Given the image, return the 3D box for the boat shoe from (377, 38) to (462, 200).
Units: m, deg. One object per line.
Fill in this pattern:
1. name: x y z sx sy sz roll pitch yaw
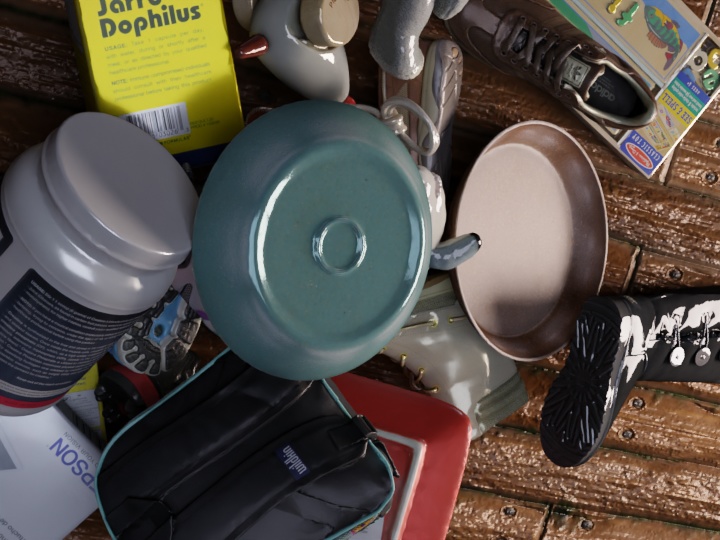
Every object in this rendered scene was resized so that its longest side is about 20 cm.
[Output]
1. boat shoe: 0.036 -0.096 1.301 0.071 0.076 0.202 12 106 14

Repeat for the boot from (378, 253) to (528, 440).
1. boot: 0.043 0.082 1.343 0.199 0.072 0.156 -20 106 -15

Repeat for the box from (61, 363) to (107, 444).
1. box: -0.272 0.049 1.253 0.116 0.048 0.202 -8 110 -14

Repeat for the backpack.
1. backpack: -0.094 0.164 1.180 0.199 0.153 0.176 -34 78 -16

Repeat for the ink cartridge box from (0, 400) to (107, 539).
1. ink cartridge box: -0.318 0.158 1.226 0.200 0.041 0.200 -42 112 0

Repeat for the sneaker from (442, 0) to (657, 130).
1. sneaker: 0.162 -0.177 1.279 0.199 0.076 0.071 24 98 -22

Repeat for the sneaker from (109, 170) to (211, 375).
1. sneaker: -0.149 -0.015 1.254 0.201 0.090 0.078 -55 130 -19

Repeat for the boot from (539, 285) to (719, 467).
1. boot: 0.262 0.092 1.402 0.199 0.066 0.166 -4 121 -43

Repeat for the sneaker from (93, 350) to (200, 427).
1. sneaker: -0.147 0.144 1.301 0.098 0.071 0.202 -37 131 -31

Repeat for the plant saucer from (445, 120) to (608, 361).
1. plant saucer: 0.136 -0.025 1.328 0.199 0.034 0.202 -3 94 -43

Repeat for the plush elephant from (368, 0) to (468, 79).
1. plush elephant: 0.056 -0.283 1.215 0.154 0.165 0.201 -28 157 -45

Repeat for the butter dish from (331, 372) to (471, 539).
1. butter dish: -0.020 0.193 1.323 0.198 0.148 0.202 16 81 9

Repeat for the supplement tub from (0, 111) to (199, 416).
1. supplement tub: -0.218 -0.002 1.119 0.140 0.141 0.200 34 123 -23

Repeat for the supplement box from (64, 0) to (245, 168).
1. supplement box: -0.161 -0.182 1.186 0.109 0.109 0.202 -13 110 -12

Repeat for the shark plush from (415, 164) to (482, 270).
1. shark plush: 0.000 0.000 1.237 0.200 0.083 0.091 -45 70 18

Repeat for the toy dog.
1. toy dog: -0.043 -0.134 1.200 0.096 0.131 0.201 -44 110 -33

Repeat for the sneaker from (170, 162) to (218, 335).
1. sneaker: -0.074 -0.045 1.164 0.200 0.078 0.140 -43 122 11

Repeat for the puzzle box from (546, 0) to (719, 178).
1. puzzle box: 0.220 -0.190 1.348 0.200 0.025 0.133 38 92 -23

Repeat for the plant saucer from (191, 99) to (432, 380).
1. plant saucer: -0.022 -0.019 1.108 0.199 0.036 0.202 -4 98 -32
